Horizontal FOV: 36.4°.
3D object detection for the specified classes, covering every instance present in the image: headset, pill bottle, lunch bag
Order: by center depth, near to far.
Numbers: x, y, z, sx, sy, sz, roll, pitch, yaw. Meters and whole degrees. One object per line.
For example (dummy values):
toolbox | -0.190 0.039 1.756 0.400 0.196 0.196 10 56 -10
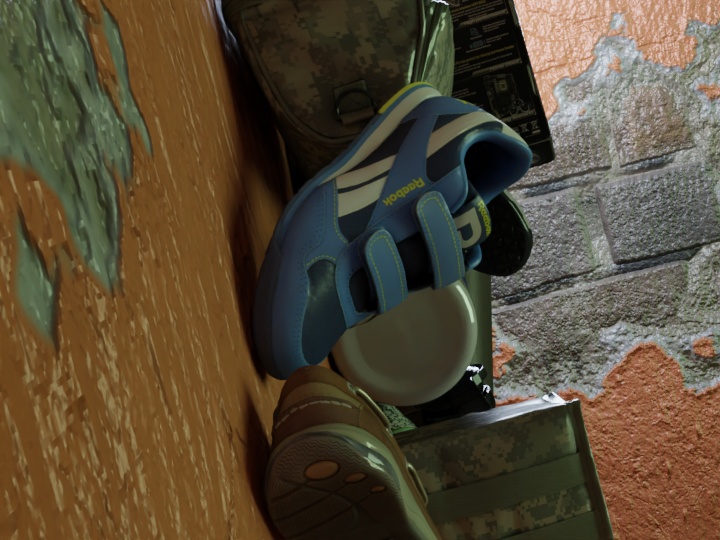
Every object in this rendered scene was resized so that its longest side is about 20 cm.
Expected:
lunch bag | 0.083 0.199 0.716 0.118 0.162 0.203 103 -26 -87
lunch bag | -0.005 -0.131 0.726 0.200 0.138 0.170 63 16 -76
pill bottle | 0.035 0.031 0.906 0.200 0.114 0.117 -75 151 -80
headset | 0.074 0.137 0.917 0.200 0.093 0.124 51 -16 58

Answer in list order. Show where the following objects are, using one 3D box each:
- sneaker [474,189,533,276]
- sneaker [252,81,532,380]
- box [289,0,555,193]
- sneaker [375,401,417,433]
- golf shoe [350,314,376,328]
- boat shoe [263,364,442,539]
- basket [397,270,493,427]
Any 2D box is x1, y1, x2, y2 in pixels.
sneaker | 0.067 -0.077 0.919 0.199 0.072 0.083 40 22 6
sneaker | 0.018 -0.021 0.570 0.201 0.082 0.074 -53 151 -28
box | 0.037 -0.137 0.856 0.044 0.198 0.162 50 26 -67
sneaker | 0.041 0.174 0.913 0.201 0.076 0.089 78 -9 -45
golf shoe | 0.000 0.000 0.716 0.200 0.091 0.073 -85 159 -80
boat shoe | 0.004 0.121 0.542 0.072 0.075 0.201 -102 178 -45
basket | 0.072 0.086 1.121 0.181 0.134 0.202 121 -24 -46
